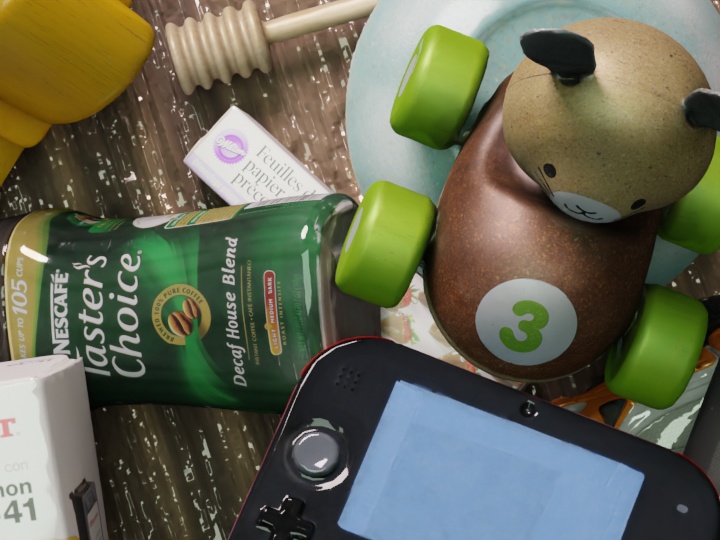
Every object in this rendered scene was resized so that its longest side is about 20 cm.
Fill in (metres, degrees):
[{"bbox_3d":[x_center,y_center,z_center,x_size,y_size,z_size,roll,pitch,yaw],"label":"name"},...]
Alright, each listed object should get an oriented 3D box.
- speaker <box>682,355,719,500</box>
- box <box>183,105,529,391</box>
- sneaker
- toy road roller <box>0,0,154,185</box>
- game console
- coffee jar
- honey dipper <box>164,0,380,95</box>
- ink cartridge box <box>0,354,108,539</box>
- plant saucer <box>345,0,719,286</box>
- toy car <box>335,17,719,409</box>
[{"bbox_3d":[0.197,0.061,1.221,0.081,0.081,0.200,21,104,7],"label":"speaker"},{"bbox_3d":[0.000,0.000,1.324,0.200,0.041,0.039,43,92,6],"label":"box"},{"bbox_3d":[0.148,0.085,1.296,0.200,0.076,0.092,-30,110,-4],"label":"sneaker"},{"bbox_3d":[-0.184,-0.103,1.279,0.123,0.146,0.200,31,94,-36],"label":"toy road roller"},{"bbox_3d":[0.043,0.134,1.176,0.200,0.031,0.177,21,66,8],"label":"game console"},{"bbox_3d":[-0.095,0.019,1.289,0.200,0.085,0.104,-3,98,21],"label":"coffee jar"},{"bbox_3d":[0.004,-0.130,1.337,0.200,0.038,0.038,-15,85,1],"label":"honey dipper"},{"bbox_3d":[-0.191,0.149,1.239,0.148,0.086,0.200,-8,96,6],"label":"ink cartridge box"},{"bbox_3d":[0.094,-0.076,1.296,0.201,0.039,0.201,0,87,-8],"label":"plant saucer"},{"bbox_3d":[0.100,-0.045,1.167,0.164,0.200,0.158,21,71,-6],"label":"toy car"}]
